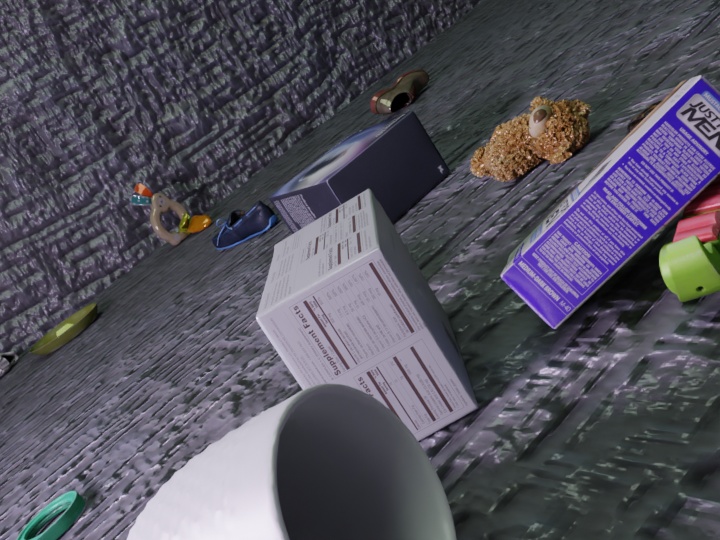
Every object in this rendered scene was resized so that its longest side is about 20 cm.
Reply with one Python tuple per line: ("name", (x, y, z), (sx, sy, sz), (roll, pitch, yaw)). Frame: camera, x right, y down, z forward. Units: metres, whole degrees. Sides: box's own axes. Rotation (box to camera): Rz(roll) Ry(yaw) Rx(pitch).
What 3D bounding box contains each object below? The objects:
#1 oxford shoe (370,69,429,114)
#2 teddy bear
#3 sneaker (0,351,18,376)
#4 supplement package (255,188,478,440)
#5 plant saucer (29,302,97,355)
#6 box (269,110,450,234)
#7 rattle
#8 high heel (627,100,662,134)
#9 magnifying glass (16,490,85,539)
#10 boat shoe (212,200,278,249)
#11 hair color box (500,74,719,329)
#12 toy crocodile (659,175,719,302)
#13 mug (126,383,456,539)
("oxford shoe", (0.117, -0.447, 2.211), (0.075, 0.071, 0.200), (24, 53, 41))
("teddy bear", (0.214, -0.177, 1.146), (0.145, 0.067, 0.200), (-38, 15, -3))
("sneaker", (-0.963, 0.259, 2.253), (0.087, 0.075, 0.200), (-25, 18, 15))
("supplement package", (0.004, 0.042, 0.746), (0.111, 0.156, 0.200), (-30, 16, 8))
("plant saucer", (-0.735, 0.152, 2.178), (0.200, 0.031, 0.200), (-32, 15, 10))
("box", (-0.003, -0.136, 1.373), (0.200, 0.123, 0.198), (-42, 19, -27))
("rattle", (-0.536, -0.175, 2.436), (0.130, 0.200, 0.143), (-42, 17, -26))
("high heel", (0.279, -0.122, 0.818), (0.200, 0.072, 0.142), (-25, 13, -40))
("magnifying glass", (-0.373, 0.315, 0.954), (0.079, 0.022, 0.200), (-25, 18, 29))
("boat shoe", (-0.258, -0.106, 1.902), (0.200, 0.069, 0.084), (-23, 19, 36))
("hair color box", (0.201, -0.054, 0.671), (0.200, 0.065, 0.109), (-45, -3, 16))
("toy crocodile", (0.265, -0.040, 0.635), (0.067, 0.062, 0.200), (-17, 22, 47))
("mug", (-0.041, 0.167, 0.530), (0.175, 0.148, 0.200), (-33, -17, 30))
